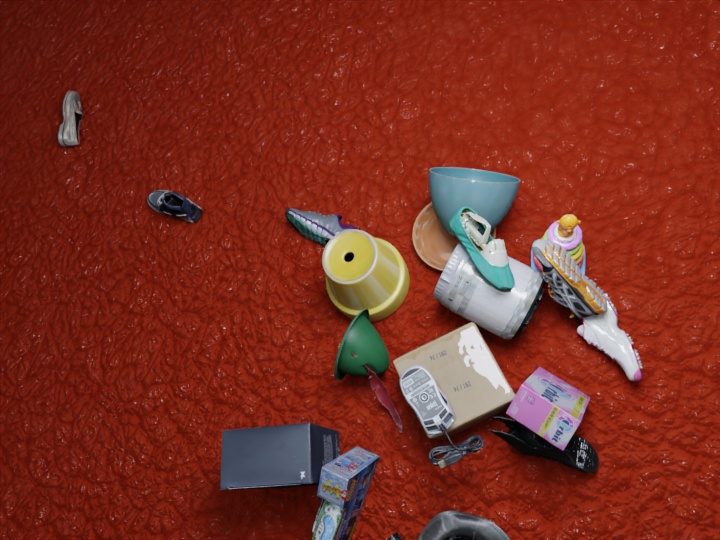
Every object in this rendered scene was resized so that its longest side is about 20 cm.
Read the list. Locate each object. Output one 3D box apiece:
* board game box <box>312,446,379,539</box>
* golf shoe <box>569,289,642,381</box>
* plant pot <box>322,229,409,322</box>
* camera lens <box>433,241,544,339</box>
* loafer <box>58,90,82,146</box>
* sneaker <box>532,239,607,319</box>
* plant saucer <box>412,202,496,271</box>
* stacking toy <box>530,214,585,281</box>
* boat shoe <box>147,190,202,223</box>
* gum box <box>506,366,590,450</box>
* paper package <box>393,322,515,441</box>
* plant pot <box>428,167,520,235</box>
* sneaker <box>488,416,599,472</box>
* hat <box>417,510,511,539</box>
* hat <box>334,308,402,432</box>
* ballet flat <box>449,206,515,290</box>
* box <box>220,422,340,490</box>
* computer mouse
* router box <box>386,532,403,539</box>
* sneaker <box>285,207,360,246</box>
[{"bbox_3d":[-0.042,0.456,1.051,0.061,0.200,0.201,16,75,21],"label":"board game box"},{"bbox_3d":[0.507,0.141,1.085,0.091,0.075,0.201,-26,58,17],"label":"golf shoe"},{"bbox_3d":[0.000,0.000,1.218,0.199,0.189,0.202,-6,68,15],"label":"plant pot"},{"bbox_3d":[0.276,0.040,1.123,0.199,0.160,0.161,28,79,14],"label":"camera lens"},{"bbox_3d":[-0.967,-0.511,1.776,0.062,0.072,0.202,2,76,0],"label":"loafer"},{"bbox_3d":[0.408,0.024,1.059,0.200,0.078,0.077,48,131,-5],"label":"sneaker"},{"bbox_3d":[0.226,-0.086,1.267,0.198,0.037,0.202,-6,68,14],"label":"plant saucer"},{"bbox_3d":[0.424,-0.062,1.103,0.115,0.200,0.111,4,65,16],"label":"stacking toy"},{"bbox_3d":[-0.555,-0.203,1.513,0.199,0.093,0.075,18,76,22],"label":"boat shoe"},{"bbox_3d":[0.366,0.257,1.011,0.113,0.200,0.067,31,105,24],"label":"gum box"},{"bbox_3d":[0.200,0.236,1.116,0.199,0.104,0.192,-28,64,6],"label":"paper package"},{"bbox_3d":[0.245,-0.149,1.179,0.199,0.200,0.136,13,110,20],"label":"plant pot"},{"bbox_3d":[0.364,0.344,1.044,0.199,0.104,0.060,28,64,-13],"label":"sneaker"},{"bbox_3d":[0.202,0.566,1.001,0.199,0.081,0.202,-7,58,11],"label":"hat"},{"bbox_3d":[0.054,0.205,1.154,0.175,0.201,0.166,23,51,17],"label":"hat"},{"bbox_3d":[0.245,-0.052,1.041,0.067,0.071,0.201,-15,56,-27],"label":"ballet flat"},{"bbox_3d":[-0.161,0.397,1.109,0.195,0.200,0.118,-9,67,13],"label":"box"},{"bbox_3d":[0.149,0.279,1.037,0.109,0.044,0.201,-32,70,8],"label":"computer mouse"},{"bbox_3d":[0.078,0.652,1.022,0.157,0.052,0.200,-44,65,-2],"label":"router box"},{"bbox_3d":[-0.100,-0.121,1.369,0.199,0.075,0.088,31,67,15],"label":"sneaker"}]
